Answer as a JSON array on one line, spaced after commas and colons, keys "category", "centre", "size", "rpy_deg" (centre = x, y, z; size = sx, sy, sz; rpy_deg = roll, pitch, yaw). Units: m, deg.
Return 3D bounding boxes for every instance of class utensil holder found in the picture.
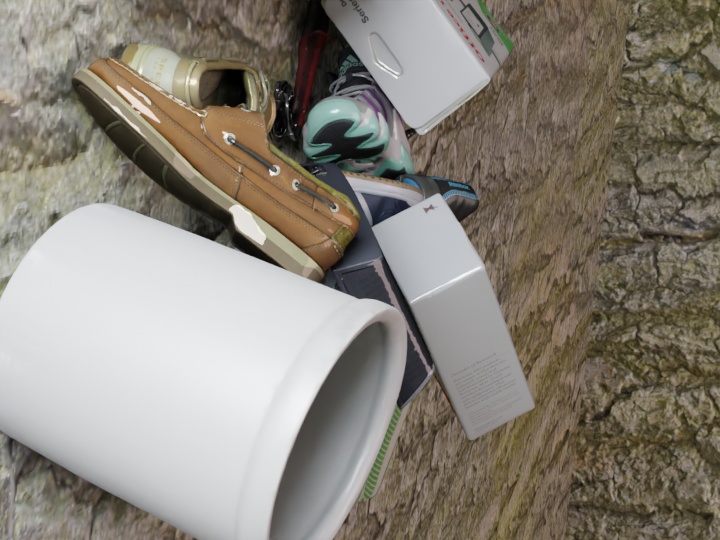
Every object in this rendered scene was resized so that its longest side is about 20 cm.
[{"category": "utensil holder", "centre": [-0.097, 0.066, 0.735], "size": [0.170, 0.199, 0.171], "rpy_deg": [-52, 155, -38]}]

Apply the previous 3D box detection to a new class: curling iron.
[{"category": "curling iron", "centre": [-0.043, -0.201, 1.065], "size": [0.050, 0.025, 0.201], "rpy_deg": [63, 39, -64]}]

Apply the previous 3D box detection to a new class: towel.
[{"category": "towel", "centre": [0.024, 0.142, 1.118], "size": [0.200, 0.023, 0.154], "rpy_deg": [66, 46, -81]}]

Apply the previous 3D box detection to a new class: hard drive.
[{"category": "hard drive", "centre": [0.000, 0.000, 0.908], "size": [0.200, 0.042, 0.136], "rpy_deg": [-115, 179, -63]}]

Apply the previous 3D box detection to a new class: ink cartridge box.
[{"category": "ink cartridge box", "centre": [0.058, -0.220, 1.115], "size": [0.146, 0.084, 0.200], "rpy_deg": [52, 21, -7]}]

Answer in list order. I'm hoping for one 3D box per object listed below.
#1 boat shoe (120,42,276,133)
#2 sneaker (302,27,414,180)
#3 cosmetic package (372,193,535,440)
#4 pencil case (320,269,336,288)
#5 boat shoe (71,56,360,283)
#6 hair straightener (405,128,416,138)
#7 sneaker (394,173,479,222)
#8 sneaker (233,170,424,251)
[{"category": "boat shoe", "centre": [-0.101, -0.120, 0.883], "size": [0.200, 0.063, 0.074], "rpy_deg": [13, 86, -71]}, {"category": "sneaker", "centre": [-0.010, -0.161, 1.108], "size": [0.200, 0.077, 0.141], "rpy_deg": [37, 43, -73]}, {"category": "cosmetic package", "centre": [0.081, 0.044, 1.060], "size": [0.102, 0.071, 0.201], "rpy_deg": [62, -2, 46]}, {"category": "pencil case", "centre": [-0.041, 0.059, 1.103], "size": [0.091, 0.082, 0.201], "rpy_deg": [79, 25, -66]}, {"category": "boat shoe", "centre": [-0.089, -0.072, 0.778], "size": [0.068, 0.200, 0.072], "rpy_deg": [-51, -167, -13]}, {"category": "hair straightener", "centre": [0.021, -0.127, 1.252], "size": [0.200, 0.041, 0.077], "rpy_deg": [-47, 141, -50]}, {"category": "sneaker", "centre": [0.044, -0.020, 1.199], "size": [0.200, 0.081, 0.074], "rpy_deg": [-50, -129, 50]}, {"category": "sneaker", "centre": [-0.031, -0.032, 1.047], "size": [0.199, 0.070, 0.109], "rpy_deg": [4, 96, -43]}]
